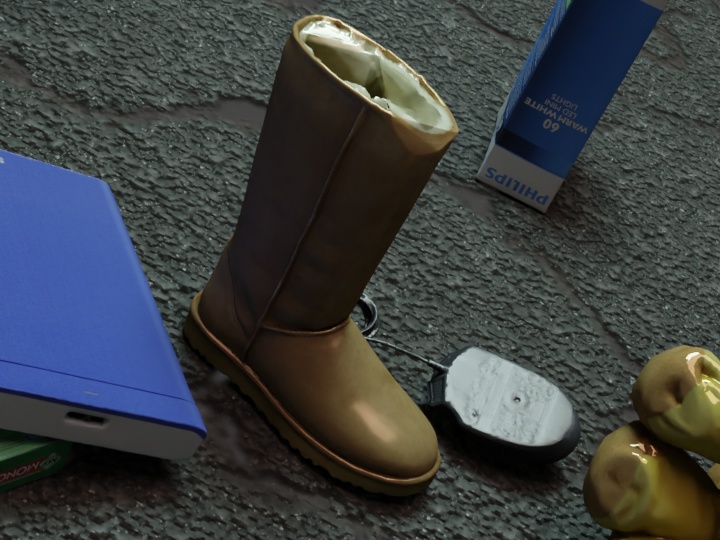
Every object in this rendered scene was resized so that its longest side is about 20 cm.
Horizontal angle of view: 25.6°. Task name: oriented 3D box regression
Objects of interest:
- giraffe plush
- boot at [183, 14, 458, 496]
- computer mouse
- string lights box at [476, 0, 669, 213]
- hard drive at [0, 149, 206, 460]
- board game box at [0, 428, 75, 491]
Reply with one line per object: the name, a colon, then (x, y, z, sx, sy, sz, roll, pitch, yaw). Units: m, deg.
giraffe plush: (0.234, 0.133, 0.862, 0.199, 0.174, 0.162, 30, 13, 21)
boot: (0.000, 0.000, 0.809, 0.175, 0.201, 0.066, 35, 36, 10)
computer mouse: (0.033, 0.059, 0.911, 0.199, 0.034, 0.059, 26, 52, 6)
string lights box: (0.152, -0.151, 1.092, 0.059, 0.201, 0.103, 25, 37, -2)
hard drive: (-0.164, 0.008, 0.808, 0.131, 0.025, 0.201, 16, 31, -37)
board game box: (-0.248, 0.062, 0.719, 0.199, 0.029, 0.135, -15, 54, -44)
